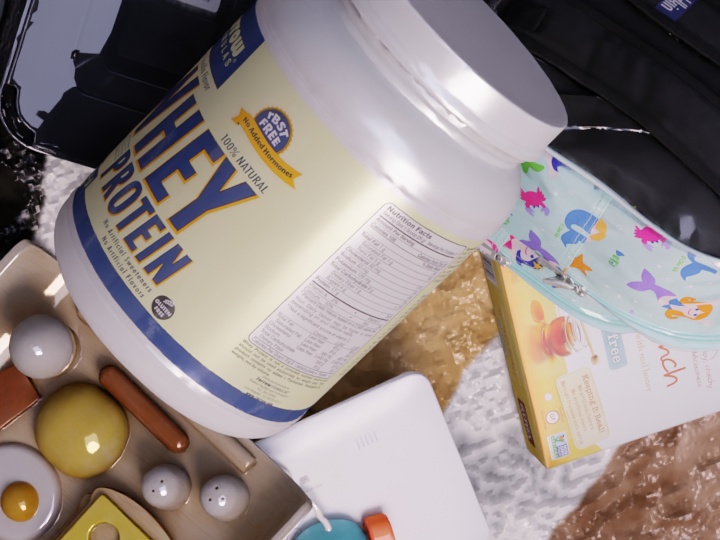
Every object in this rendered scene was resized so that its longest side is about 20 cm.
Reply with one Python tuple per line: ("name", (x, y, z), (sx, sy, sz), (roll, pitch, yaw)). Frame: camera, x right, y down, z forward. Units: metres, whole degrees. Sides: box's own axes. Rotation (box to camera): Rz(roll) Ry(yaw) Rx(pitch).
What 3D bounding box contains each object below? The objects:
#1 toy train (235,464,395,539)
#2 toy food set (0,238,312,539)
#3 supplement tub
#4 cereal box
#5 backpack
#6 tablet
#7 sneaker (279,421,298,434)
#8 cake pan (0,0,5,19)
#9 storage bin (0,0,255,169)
("toy train", (-0.059, 0.203, 1.181), (0.150, 0.056, 0.200), (22, 112, -29))
("toy food set", (-0.142, 0.102, 1.120), (0.200, 0.060, 0.144), (43, 90, 10))
("supplement tub", (-0.022, -0.039, 0.992), (0.145, 0.145, 0.200), (39, 109, -20))
("cereal box", (0.172, 0.009, 1.225), (0.199, 0.040, 0.145), (-18, 107, -10))
("backpack", (0.146, -0.058, 1.103), (0.200, 0.151, 0.178), (33, 54, 14))
("tablet", (-0.038, 0.140, 1.191), (0.199, 0.014, 0.130), (-24, 126, -2))
("sneaker", (0.000, 0.000, 1.164), (0.072, 0.072, 0.201), (23, 101, -27))
("cake pan", (-0.247, -0.153, 1.024), (0.200, 0.037, 0.201), (0, 89, -49))
("storage bin", (-0.091, -0.148, 1.089), (0.135, 0.094, 0.201), (16, 100, -18))
